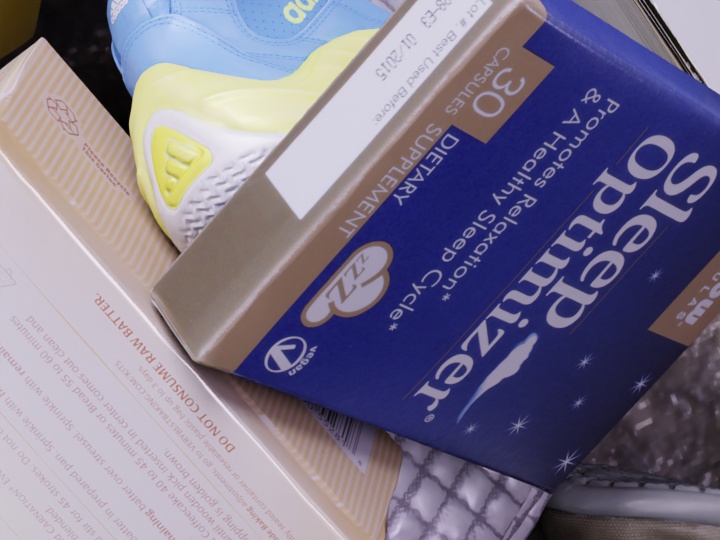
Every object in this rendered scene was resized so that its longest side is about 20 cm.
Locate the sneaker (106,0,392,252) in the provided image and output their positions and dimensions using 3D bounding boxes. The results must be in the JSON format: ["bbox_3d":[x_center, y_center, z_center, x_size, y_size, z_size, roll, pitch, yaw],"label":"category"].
[{"bbox_3d":[0.009,-0.050,0.824,0.200,0.076,0.105,7,47,-50],"label":"sneaker"}]

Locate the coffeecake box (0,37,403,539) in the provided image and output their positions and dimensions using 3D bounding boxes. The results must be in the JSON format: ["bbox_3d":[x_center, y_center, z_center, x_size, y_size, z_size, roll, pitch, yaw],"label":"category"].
[{"bbox_3d":[-0.115,0.063,0.796,0.200,0.073,0.154,-36,104,19],"label":"coffeecake box"}]

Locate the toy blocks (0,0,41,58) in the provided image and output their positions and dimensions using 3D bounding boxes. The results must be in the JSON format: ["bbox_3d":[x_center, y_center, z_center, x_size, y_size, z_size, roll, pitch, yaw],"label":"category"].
[{"bbox_3d":[-0.051,-0.136,0.820,0.200,0.137,0.100,-43,112,-49],"label":"toy blocks"}]

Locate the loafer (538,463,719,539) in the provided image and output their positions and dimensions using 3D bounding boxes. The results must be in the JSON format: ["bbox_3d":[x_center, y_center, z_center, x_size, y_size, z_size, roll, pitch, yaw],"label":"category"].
[{"bbox_3d":[0.135,0.116,0.952,0.200,0.075,0.070,24,82,-29],"label":"loafer"}]

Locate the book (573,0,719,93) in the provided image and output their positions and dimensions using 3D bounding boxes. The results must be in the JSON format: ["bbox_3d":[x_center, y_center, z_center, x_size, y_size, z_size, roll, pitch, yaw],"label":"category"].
[{"bbox_3d":[0.098,-0.164,0.983,0.134,0.048,0.200,-39,100,-25],"label":"book"}]

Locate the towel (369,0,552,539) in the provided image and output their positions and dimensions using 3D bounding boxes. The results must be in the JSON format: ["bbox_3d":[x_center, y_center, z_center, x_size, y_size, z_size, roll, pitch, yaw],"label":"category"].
[{"bbox_3d":[0.000,0.000,0.906,0.166,0.086,0.200,37,72,-19],"label":"towel"}]

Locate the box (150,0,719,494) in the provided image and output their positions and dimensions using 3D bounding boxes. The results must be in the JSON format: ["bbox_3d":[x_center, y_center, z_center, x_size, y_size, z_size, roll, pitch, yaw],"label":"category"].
[{"bbox_3d":[0.049,-0.004,0.787,0.121,0.032,0.200,-48,145,14],"label":"box"}]
